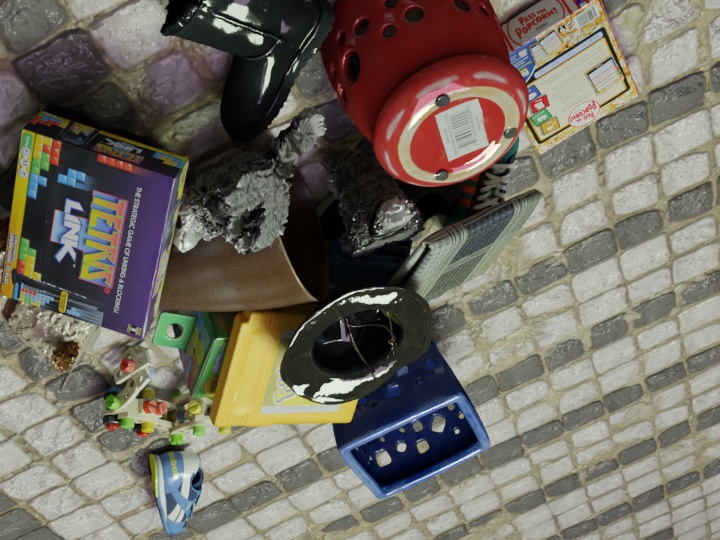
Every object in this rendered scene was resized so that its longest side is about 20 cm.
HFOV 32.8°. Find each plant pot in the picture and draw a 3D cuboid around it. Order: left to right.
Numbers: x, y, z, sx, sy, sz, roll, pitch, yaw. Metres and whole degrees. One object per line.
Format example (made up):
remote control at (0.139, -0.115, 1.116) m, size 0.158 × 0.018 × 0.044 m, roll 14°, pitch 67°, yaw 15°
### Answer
plant pot at (-0.162, -0.028, 1.448) m, size 0.198 × 0.189 × 0.187 m, roll -16°, pitch 146°, yaw 13°
plant pot at (0.057, 0.195, 1.822) m, size 0.198 × 0.181 × 0.200 m, roll -26°, pitch 144°, yaw 3°
plant pot at (0.072, -0.206, 1.331) m, size 0.198 × 0.184 × 0.202 m, roll -13°, pitch 143°, yaw -10°

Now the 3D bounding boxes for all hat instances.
hat at (-0.014, 0.068, 1.485) m, size 0.198 × 0.081 × 0.202 m, roll -14°, pitch 138°, yaw -13°

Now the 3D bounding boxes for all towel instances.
towel at (0.000, 0.000, 1.601) m, size 0.110 × 0.049 × 0.200 m, roll 6°, pitch 164°, yaw -7°
towel at (0.118, -0.020, 1.526) m, size 0.191 × 0.035 × 0.200 m, roll -26°, pitch 161°, yaw -31°

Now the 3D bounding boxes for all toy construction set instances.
toy construction set at (-0.280, 0.185, 1.701) m, size 0.130 × 0.093 × 0.200 m, roll -13°, pitch 143°, yaw 31°

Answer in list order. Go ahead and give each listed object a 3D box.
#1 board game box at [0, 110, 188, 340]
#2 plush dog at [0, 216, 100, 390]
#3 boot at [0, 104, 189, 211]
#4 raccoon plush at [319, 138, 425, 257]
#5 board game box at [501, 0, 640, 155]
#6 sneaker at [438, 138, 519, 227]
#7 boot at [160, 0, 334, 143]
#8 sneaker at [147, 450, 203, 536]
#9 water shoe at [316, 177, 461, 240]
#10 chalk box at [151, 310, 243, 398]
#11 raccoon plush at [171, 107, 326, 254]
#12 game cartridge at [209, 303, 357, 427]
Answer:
board game box at (-0.280, -0.044, 1.278) m, size 0.163 × 0.057 × 0.202 m, roll 17°, pitch 119°, yaw 2°
plush dog at (-0.382, 0.028, 1.413) m, size 0.170 × 0.161 × 0.201 m, roll 29°, pitch 129°, yaw -4°
boot at (-0.303, -0.093, 1.369) m, size 0.199 × 0.078 × 0.138 m, roll 29°, pitch 125°, yaw -32°
raccoon plush at (0.020, -0.102, 1.418) m, size 0.096 × 0.136 × 0.200 m, roll -17°, pitch 173°, yaw -21°
board game box at (0.242, -0.243, 1.486) m, size 0.150 × 0.047 × 0.200 m, roll -30°, pitch 143°, yaw 9°
sneaker at (0.164, -0.101, 1.592) m, size 0.071 × 0.080 × 0.201 m, roll -3°, pitch 139°, yaw -24°
boot at (-0.134, -0.236, 1.271) m, size 0.161 × 0.074 × 0.199 m, roll 15°, pitch 123°, yaw -43°
sneaker at (-0.283, 0.351, 1.926) m, size 0.081 × 0.074 × 0.201 m, roll -15°, pitch 144°, yaw -14°
water shoe at (0.030, -0.075, 1.554) m, size 0.198 × 0.079 × 0.072 m, roll -23°, pitch 144°, yaw 0°
chalk box at (-0.170, 0.082, 1.604) m, size 0.198 × 0.125 × 0.125 m, roll -1°, pitch 138°, yaw -27°
raccoon plush at (-0.133, -0.096, 1.335) m, size 0.200 × 0.133 × 0.097 m, roll -46°, pitch 132°, yaw -27°
game cartridge at (-0.081, 0.123, 1.564) m, size 0.198 × 0.032 × 0.178 m, roll 0°, pitch 121°, yaw -30°
